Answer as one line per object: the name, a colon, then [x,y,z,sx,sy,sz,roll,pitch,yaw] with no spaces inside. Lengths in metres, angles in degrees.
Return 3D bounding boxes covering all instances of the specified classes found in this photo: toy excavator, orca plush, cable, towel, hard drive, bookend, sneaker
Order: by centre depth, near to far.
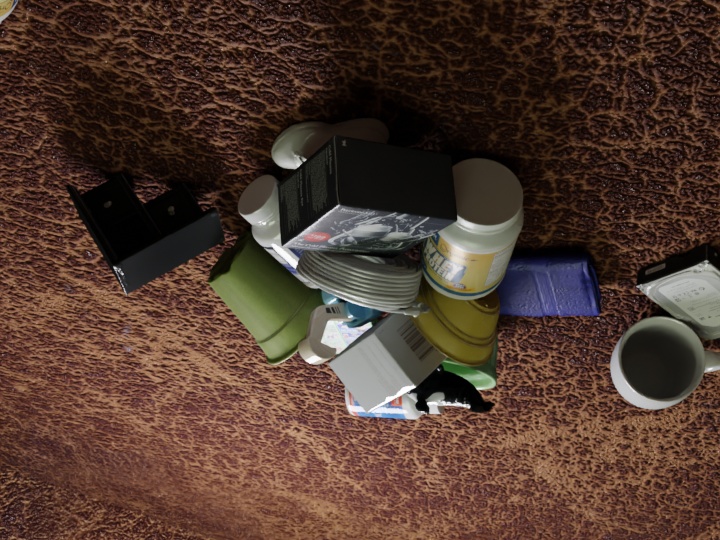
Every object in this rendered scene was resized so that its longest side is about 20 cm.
sneaker: [-0.056,-0.174,1.482,0.198,0.089,0.075,-7,142,28]
cable: [0.000,0.000,1.548,0.198,0.070,0.199,7,-162,-38]
hard drive: [0.570,0.042,1.614,0.199,0.038,0.139,33,143,-27]
towel: [0.307,0.019,1.679,0.198,0.050,0.148,-1,137,24]
toy excavator: [-0.031,0.060,1.689,0.198,0.197,0.100,0,161,-36]
bookend: [-0.370,-0.097,1.695,0.199,0.199,0.093,-29,150,-16]
orca plush: [0.144,0.205,1.746,0.200,0.105,0.072,26,142,60]

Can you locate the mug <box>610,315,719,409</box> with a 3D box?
mug: [0.539,0.169,1.723,0.197,0.150,0.176,-6,164,5]

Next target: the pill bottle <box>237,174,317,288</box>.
pill bottle: [-0.112,-0.068,1.644,0.110,0.112,0.200,-13,139,35]

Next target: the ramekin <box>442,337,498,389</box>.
ramekin: [0.166,0.149,1.843,0.197,0.099,0.200,12,162,4]

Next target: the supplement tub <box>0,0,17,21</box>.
supplement tub: [-0.500,-0.404,1.255,0.143,0.146,0.200,26,146,-18]

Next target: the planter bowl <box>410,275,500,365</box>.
planter bowl: [0.172,0.052,1.629,0.199,0.202,0.083,29,126,-23]

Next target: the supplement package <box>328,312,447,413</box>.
supplement package: [0.052,0.147,1.688,0.117,0.117,0.200,51,148,0]

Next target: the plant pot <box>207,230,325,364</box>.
plant pot: [-0.170,0.032,1.777,0.190,0.201,0.199,42,140,-17]

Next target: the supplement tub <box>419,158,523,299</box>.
supplement tub: [0.171,-0.062,1.511,0.143,0.146,0.201,12,147,3]

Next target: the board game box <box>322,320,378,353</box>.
board game box: [-0.052,0.124,1.988,0.197,0.029,0.135,1,146,20]

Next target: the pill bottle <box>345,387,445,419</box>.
pill bottle: [0.076,0.254,2.057,0.197,0.113,0.113,-1,145,21]

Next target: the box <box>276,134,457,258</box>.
box: [0.007,-0.099,1.414,0.198,0.106,0.182,5,160,-29]
